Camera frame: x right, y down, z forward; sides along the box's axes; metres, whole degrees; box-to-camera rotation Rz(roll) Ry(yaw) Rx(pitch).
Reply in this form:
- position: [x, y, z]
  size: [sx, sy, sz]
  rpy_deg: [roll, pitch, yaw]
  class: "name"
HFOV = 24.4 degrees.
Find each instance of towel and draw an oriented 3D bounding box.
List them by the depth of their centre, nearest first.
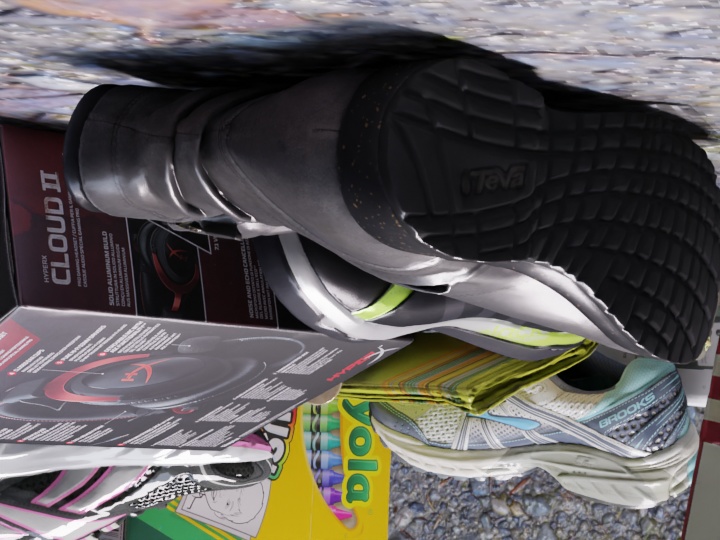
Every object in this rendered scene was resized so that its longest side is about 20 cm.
- position: [0.033, 0.052, 0.883]
  size: [0.086, 0.018, 0.200]
  rpy_deg: [-20, -171, -31]
  class: "towel"

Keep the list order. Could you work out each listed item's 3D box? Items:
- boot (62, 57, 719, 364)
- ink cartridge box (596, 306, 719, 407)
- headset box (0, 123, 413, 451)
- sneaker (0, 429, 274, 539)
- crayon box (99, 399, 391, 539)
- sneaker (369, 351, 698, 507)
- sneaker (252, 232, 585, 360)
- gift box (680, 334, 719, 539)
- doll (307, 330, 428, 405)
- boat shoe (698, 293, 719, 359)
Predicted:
- position: [0.019, -0.022, 0.505]
  size: [0.131, 0.070, 0.200]
  rpy_deg: [4, 166, 40]
  class: "boot"
- position: [0.239, 0.039, 0.957]
  size: [0.200, 0.084, 0.146]
  rpy_deg: [1, 175, 41]
  class: "ink cartridge box"
- position: [-0.104, 0.015, 0.668]
  size: [0.200, 0.075, 0.149]
  rpy_deg: [6, 154, -38]
  class: "headset box"
- position: [-0.143, 0.102, 0.806]
  size: [0.199, 0.087, 0.080]
  rpy_deg: [-1, -157, -8]
  class: "sneaker"
- position: [-0.067, 0.083, 1.013]
  size: [0.172, 0.201, 0.058]
  rpy_deg: [5, 174, -27]
  class: "crayon box"
- position: [0.094, 0.067, 0.930]
  size: [0.200, 0.087, 0.078]
  rpy_deg: [4, -155, 31]
  class: "sneaker"
- position: [0.045, -0.017, 0.625]
  size: [0.083, 0.072, 0.200]
  rpy_deg: [-33, 154, 34]
  class: "sneaker"
- position: [0.238, 0.060, 0.663]
  size: [0.186, 0.185, 0.200]
  rpy_deg: [12, -178, 17]
  class: "gift box"
- position: [-0.025, 0.025, 0.920]
  size: [0.136, 0.049, 0.200]
  rpy_deg: [8, -169, 12]
  class: "doll"
- position: [0.100, 0.006, 0.769]
  size: [0.201, 0.060, 0.072]
  rpy_deg: [7, 176, -41]
  class: "boat shoe"
